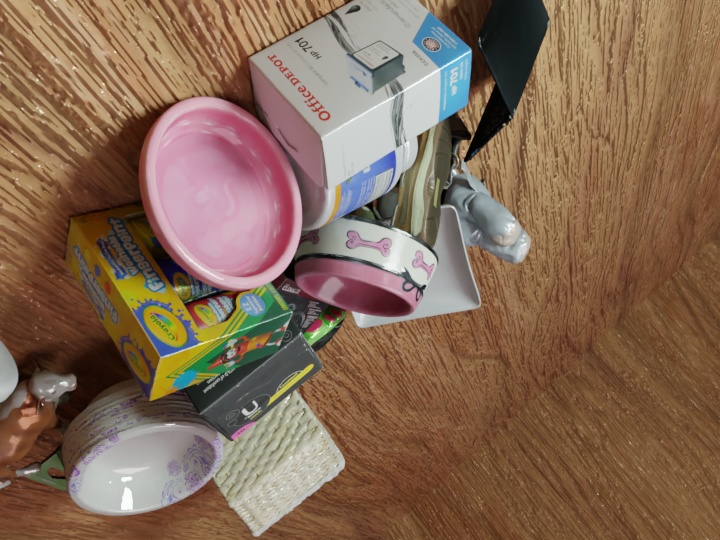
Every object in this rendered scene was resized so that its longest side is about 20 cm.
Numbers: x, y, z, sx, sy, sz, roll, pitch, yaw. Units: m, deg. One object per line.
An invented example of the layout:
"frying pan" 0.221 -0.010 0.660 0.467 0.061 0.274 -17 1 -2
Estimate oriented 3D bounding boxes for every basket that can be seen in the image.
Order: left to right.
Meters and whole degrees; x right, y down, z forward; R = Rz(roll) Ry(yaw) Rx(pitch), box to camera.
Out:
"basket" -0.159 0.278 1.354 0.198 0.199 0.162 -35 152 -12

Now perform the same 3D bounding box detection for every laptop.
"laptop" 0.172 -0.276 1.088 0.180 0.102 0.200 -65 -170 -27

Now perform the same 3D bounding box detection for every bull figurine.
"bull figurine" -0.411 0.190 1.013 0.200 0.065 0.121 -43 156 1

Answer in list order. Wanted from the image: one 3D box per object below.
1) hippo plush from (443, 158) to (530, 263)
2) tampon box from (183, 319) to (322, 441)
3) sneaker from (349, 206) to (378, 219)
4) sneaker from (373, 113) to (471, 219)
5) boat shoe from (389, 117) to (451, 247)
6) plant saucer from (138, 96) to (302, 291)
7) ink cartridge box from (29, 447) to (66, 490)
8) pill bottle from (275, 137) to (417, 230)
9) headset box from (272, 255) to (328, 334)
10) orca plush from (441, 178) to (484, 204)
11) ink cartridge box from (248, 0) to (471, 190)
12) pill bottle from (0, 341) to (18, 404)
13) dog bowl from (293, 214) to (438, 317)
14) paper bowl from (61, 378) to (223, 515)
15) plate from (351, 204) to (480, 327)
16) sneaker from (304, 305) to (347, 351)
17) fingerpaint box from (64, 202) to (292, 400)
"hippo plush" 0.149 -0.047 1.256 0.161 0.160 0.200 -43 127 7
"tampon box" -0.167 0.072 1.021 0.149 0.201 0.127 -37 154 -7
"sneaker" 0.027 -0.031 1.264 0.067 0.090 0.200 -43 154 6
"sneaker" 0.089 -0.138 1.197 0.076 0.082 0.202 -8 138 -49
"boat shoe" 0.072 -0.126 1.106 0.072 0.074 0.204 48 50 -56
"plant saucer" -0.148 -0.076 0.867 0.050 0.205 0.198 -19 173 41
"ink cartridge box" -0.363 0.263 1.198 0.199 0.059 0.104 -40 154 -5
"pill bottle" -0.017 -0.132 1.009 0.199 0.112 0.113 -31 155 -45
"headset box" -0.133 0.055 1.186 0.201 0.077 0.148 -50 153 14
"orca plush" 0.156 -0.089 1.379 0.198 0.071 0.106 -10 140 -48
"ink cartridge box" 0.000 -0.202 0.897 0.198 0.147 0.087 -32 152 -19
"pill bottle" -0.451 0.148 0.837 0.200 0.113 0.112 -45 154 6
"dog bowl" 0.000 0.000 1.085 0.200 0.196 0.075 49 51 -64
"paper bowl" -0.282 0.217 1.072 0.196 0.105 0.203 -17 142 -13
"plate" 0.062 -0.008 1.207 0.195 0.033 0.202 -10 131 14
"sneaker" -0.100 0.116 1.328 0.197 0.077 0.085 -29 148 -24
"fingerpaint box" -0.196 0.017 0.895 0.165 0.201 0.074 -17 146 -39
